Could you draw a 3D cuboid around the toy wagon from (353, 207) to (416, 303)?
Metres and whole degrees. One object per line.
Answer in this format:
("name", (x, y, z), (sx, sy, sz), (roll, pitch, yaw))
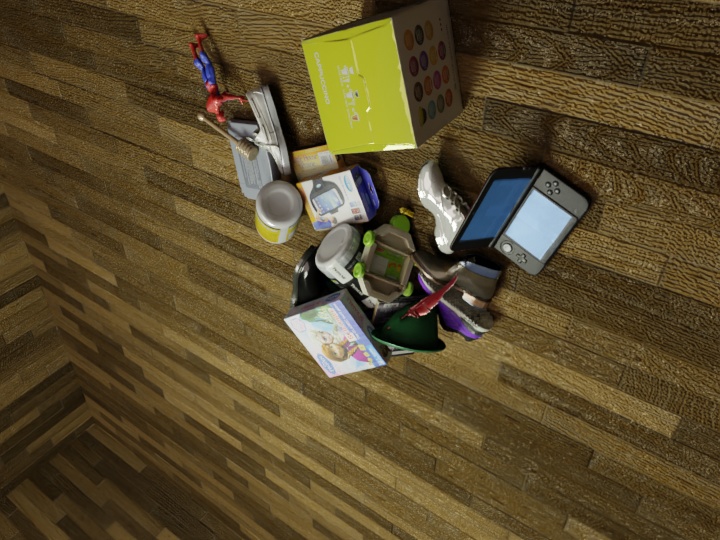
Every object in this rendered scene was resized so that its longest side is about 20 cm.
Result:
("toy wagon", (0.067, -0.037, 1.230), (0.039, 0.152, 0.207), (14, 86, 56))

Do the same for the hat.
("hat", (0.126, 0.069, 1.226), (0.194, 0.164, 0.183), (11, 100, 24))

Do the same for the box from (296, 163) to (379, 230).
("box", (-0.049, -0.163, 1.269), (0.196, 0.041, 0.122), (-4, 116, 43))

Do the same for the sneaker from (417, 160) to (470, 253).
("sneaker", (0.177, -0.129, 1.122), (0.085, 0.075, 0.204), (1, 127, 46))

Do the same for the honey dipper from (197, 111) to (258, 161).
("honey dipper", (-0.333, -0.337, 1.387), (0.198, 0.038, 0.039), (37, 136, 17))

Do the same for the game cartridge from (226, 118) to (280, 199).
("game cartridge", (-0.264, -0.275, 1.422), (0.130, 0.040, 0.206), (18, 128, 35))

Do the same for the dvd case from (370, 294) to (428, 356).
("dvd case", (0.087, 0.137, 1.345), (0.016, 0.143, 0.204), (-114, 28, -43))

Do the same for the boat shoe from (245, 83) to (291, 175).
("boat shoe", (-0.222, -0.314, 1.304), (0.075, 0.083, 0.208), (-119, 13, -68))

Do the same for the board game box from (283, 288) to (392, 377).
("board game box", (-0.055, 0.154, 1.330), (0.196, 0.042, 0.202), (-20, 115, 39))

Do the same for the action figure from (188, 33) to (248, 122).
("action figure", (-0.337, -0.453, 1.349), (0.064, 0.097, 0.207), (-20, 83, 48))

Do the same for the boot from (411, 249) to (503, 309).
("boot", (0.206, -0.012, 1.189), (0.196, 0.075, 0.099), (32, 124, 7))

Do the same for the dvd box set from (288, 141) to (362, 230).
("dvd box set", (-0.081, -0.194, 1.324), (0.143, 0.029, 0.206), (-1, 118, 40))

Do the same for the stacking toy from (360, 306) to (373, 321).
("stacking toy", (0.017, 0.076, 1.404), (0.084, 0.085, 0.206), (-14, 102, 44))

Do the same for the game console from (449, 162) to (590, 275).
("game console", (0.287, -0.081, 1.029), (0.171, 0.118, 0.203), (38, 136, 13))

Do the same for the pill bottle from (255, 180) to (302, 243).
("pill bottle", (-0.203, -0.132, 1.376), (0.113, 0.112, 0.200), (47, 163, 1))

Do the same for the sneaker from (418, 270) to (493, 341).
("sneaker", (0.193, 0.085, 1.257), (0.199, 0.069, 0.100), (43, 139, 8))

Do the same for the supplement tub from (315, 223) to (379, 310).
("supplement tub", (0.000, 0.000, 1.288), (0.120, 0.125, 0.199), (-15, 133, 44))

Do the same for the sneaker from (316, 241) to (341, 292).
("sneaker", (-0.077, 0.005, 1.418), (0.122, 0.083, 0.201), (49, 145, 8))

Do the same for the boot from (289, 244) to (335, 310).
("boot", (-0.082, 0.051, 1.349), (0.154, 0.080, 0.215), (26, 135, 11))

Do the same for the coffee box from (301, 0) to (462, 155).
("coffee box", (0.044, -0.340, 0.997), (0.195, 0.197, 0.206), (5, 122, 37))
